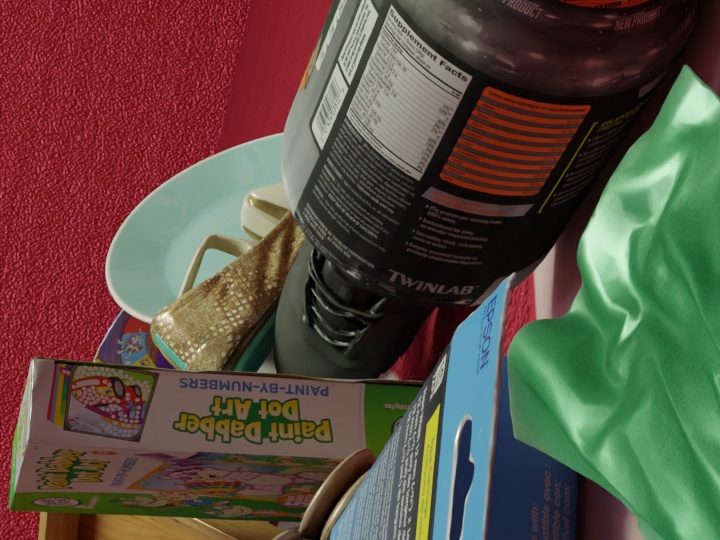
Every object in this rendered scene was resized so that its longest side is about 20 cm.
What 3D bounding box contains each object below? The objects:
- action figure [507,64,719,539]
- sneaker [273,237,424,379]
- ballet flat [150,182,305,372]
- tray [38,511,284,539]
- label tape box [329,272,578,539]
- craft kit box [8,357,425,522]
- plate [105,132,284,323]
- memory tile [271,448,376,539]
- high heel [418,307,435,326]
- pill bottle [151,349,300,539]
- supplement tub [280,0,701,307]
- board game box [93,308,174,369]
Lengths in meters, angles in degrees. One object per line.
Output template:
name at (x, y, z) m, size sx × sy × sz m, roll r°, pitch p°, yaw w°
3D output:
action figure at (0.094, 0.038, 0.431) m, size 0.200 × 0.054 × 0.119 m, roll -114°, pitch 39°, yaw -64°
sneaker at (0.000, 0.000, 0.869) m, size 0.091 × 0.076 × 0.201 m, roll -49°, pitch -10°, yaw -51°
ballet flat at (-0.047, -0.011, 0.992) m, size 0.200 × 0.065 × 0.071 m, roll -50°, pitch -14°, yaw -46°
tray at (-0.110, 0.177, 1.083) m, size 0.037 × 0.199 × 0.099 m, roll -13°, pitch -63°, yaw -49°
label tape box at (0.037, 0.116, 0.640) m, size 0.200 × 0.066 × 0.144 m, roll 120°, pitch 162°, yaw -52°
craft kit box at (-0.074, 0.090, 0.922) m, size 0.200 × 0.196 × 0.049 m, roll 127°, pitch 147°, yaw -70°
plate at (-0.057, -0.021, 1.109) m, size 0.201 × 0.199 × 0.026 m, roll -89°, pitch -16°, yaw -55°
memory tile at (-0.038, 0.174, 0.826) m, size 0.153 × 0.017 × 0.200 m, roll -46°, pitch -22°, yaw -27°
high heel at (0.018, -0.068, 0.919) m, size 0.067 × 0.096 × 0.201 m, roll -117°, pitch 41°, yaw -75°
pill bottle at (-0.073, 0.122, 1.139) m, size 0.114 × 0.113 × 0.201 m, roll -96°, pitch 21°, yaw -65°
supplement tub at (0.048, -0.083, 0.679) m, size 0.200 × 0.122 × 0.123 m, roll 118°, pitch 164°, yaw -54°
board game box at (-0.090, 0.081, 1.205) m, size 0.158 × 0.039 × 0.201 m, roll -42°, pitch -45°, yaw -18°
